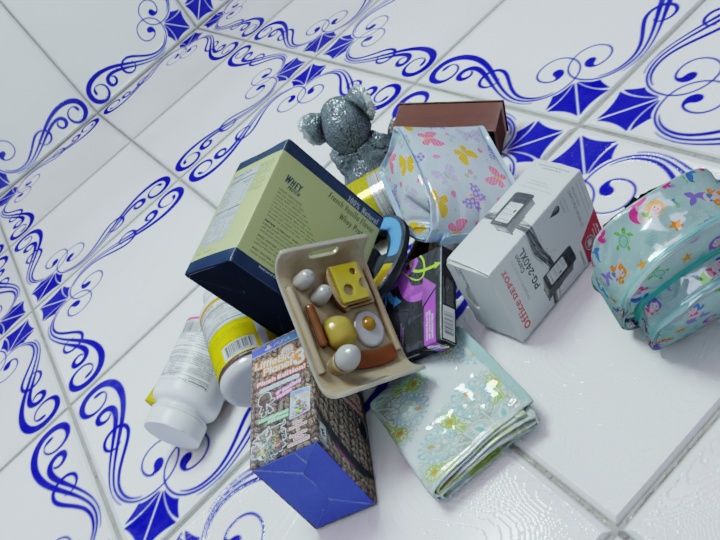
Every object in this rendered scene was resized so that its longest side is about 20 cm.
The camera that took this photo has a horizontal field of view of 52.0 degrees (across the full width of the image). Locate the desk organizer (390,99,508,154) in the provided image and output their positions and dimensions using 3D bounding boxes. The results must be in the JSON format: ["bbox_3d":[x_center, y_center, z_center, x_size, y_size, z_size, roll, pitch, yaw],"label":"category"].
[{"bbox_3d":[0.159,-0.253,1.331,0.198,0.072,0.078,4,53,22],"label":"desk organizer"}]

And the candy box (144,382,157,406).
[{"bbox_3d":[-0.300,0.165,1.336,0.101,0.026,0.201,1,50,43],"label":"candy box"}]

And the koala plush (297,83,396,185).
[{"bbox_3d":[-0.007,-0.248,1.395,0.176,0.201,0.185,-21,39,19],"label":"koala plush"}]

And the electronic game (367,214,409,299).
[{"bbox_3d":[0.000,0.000,1.115,0.200,0.041,0.201,-40,27,26],"label":"electronic game"}]

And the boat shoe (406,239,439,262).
[{"bbox_3d":[0.077,0.026,1.139,0.071,0.065,0.201,-6,47,36],"label":"boat shoe"}]

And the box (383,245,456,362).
[{"bbox_3d":[0.056,0.065,1.059,0.199,0.036,0.144,-29,48,44],"label":"box"}]

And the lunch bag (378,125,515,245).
[{"bbox_3d":[0.139,-0.119,1.139,0.168,0.128,0.201,-6,52,-23],"label":"lunch bag"}]

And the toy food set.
[{"bbox_3d":[-0.011,0.054,0.953,0.142,0.202,0.060,-13,-16,-34],"label":"toy food set"}]

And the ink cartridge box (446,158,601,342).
[{"bbox_3d":[0.228,-0.026,1.001,0.200,0.146,0.083,-47,40,-14],"label":"ink cartridge box"}]

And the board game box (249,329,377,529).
[{"bbox_3d":[-0.064,0.205,0.982,0.096,0.160,0.201,-26,38,13],"label":"board game box"}]

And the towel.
[{"bbox_3d":[0.115,0.178,0.956,0.171,0.048,0.200,-38,36,-2],"label":"towel"}]

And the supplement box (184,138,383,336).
[{"bbox_3d":[-0.104,-0.036,1.055,0.134,0.199,0.201,-12,49,49],"label":"supplement box"}]

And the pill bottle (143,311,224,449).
[{"bbox_3d":[-0.271,0.181,1.216,0.112,0.114,0.202,-6,50,35],"label":"pill bottle"}]

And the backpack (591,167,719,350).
[{"bbox_3d":[0.355,-0.013,0.839,0.176,0.200,0.151,-32,56,5],"label":"backpack"}]

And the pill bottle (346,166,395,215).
[{"bbox_3d":[0.044,-0.123,1.293,0.198,0.112,0.112,-27,37,13],"label":"pill bottle"}]

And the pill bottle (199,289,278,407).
[{"bbox_3d":[-0.184,0.103,1.136,0.109,0.109,0.201,-33,47,5],"label":"pill bottle"}]
